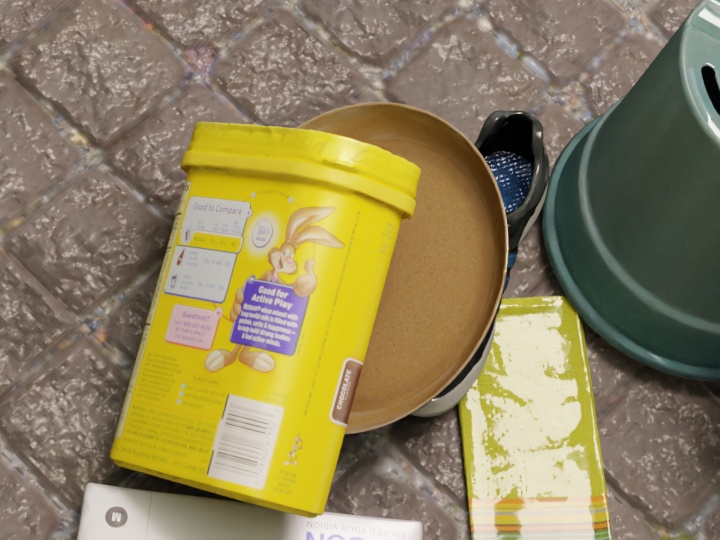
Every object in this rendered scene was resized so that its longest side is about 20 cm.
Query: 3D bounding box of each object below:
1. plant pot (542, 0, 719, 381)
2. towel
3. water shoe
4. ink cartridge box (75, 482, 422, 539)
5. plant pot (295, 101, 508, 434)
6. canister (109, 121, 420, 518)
[{"bbox_3d":[0.229,-0.063,1.168,0.200,0.196,0.200,5,64,-10],"label":"plant pot"},{"bbox_3d":[0.103,0.110,1.186,0.086,0.018,0.200,-2,68,-10],"label":"towel"},{"bbox_3d":[0.057,-0.010,1.187,0.071,0.079,0.200,17,61,11],"label":"water shoe"},{"bbox_3d":[-0.070,0.227,1.102,0.199,0.041,0.200,7,68,-5],"label":"ink cartridge box"},{"bbox_3d":[0.000,0.000,1.162,0.200,0.027,0.200,-9,71,26],"label":"plant pot"},{"bbox_3d":[-0.057,0.026,1.110,0.087,0.148,0.200,21,81,-43],"label":"canister"}]
